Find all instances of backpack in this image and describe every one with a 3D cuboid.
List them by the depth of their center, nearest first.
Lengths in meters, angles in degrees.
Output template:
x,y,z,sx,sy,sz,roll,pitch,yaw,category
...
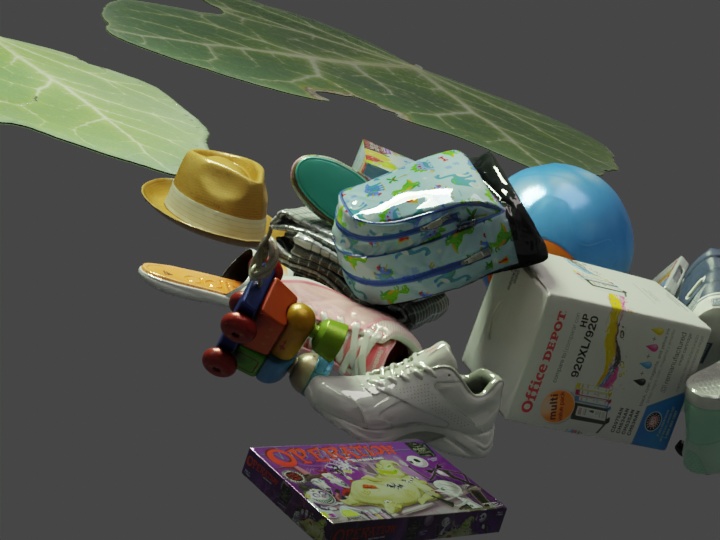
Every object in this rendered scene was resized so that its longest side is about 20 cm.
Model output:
x,y,z,sx,sy,sz,roll,pitch,yaw,category
0.069,-0.043,1.559,0.154,0.198,0.164,56,7,-34,backpack

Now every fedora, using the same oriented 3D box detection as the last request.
x,y,z,sx,sy,sz,roll,pitch,yaw,category
-0.170,-0.098,1.853,0.198,0.083,0.201,17,17,-5,fedora

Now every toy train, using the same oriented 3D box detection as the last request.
x,y,z,sx,sy,sz,roll,pitch,yaw,category
-0.060,0.042,1.355,0.115,0.200,0.085,27,54,-5,toy train

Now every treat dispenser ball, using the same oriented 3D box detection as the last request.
x,y,z,sx,sy,sz,roll,pitch,yaw,category
0.242,-0.032,1.887,0.198,0.203,0.201,17,16,-5,treat dispenser ball

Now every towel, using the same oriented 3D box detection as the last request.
x,y,z,sx,sy,sz,roll,pitch,yaw,category
0.000,0.000,1.711,0.198,0.087,0.165,25,13,15,towel

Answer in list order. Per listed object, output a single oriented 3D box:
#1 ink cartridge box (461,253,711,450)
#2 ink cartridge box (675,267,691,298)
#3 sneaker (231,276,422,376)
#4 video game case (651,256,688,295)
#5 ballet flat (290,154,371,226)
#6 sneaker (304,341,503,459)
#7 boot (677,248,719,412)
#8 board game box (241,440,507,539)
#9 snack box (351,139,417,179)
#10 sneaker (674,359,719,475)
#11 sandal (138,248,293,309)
x,y,z,sx,sy,sz,roll,pitch,yaw,category
0.236,0.081,1.604,0.198,0.149,0.145,12,17,-20,ink cartridge box
0.458,0.088,1.763,0.145,0.084,0.200,26,11,-20,ink cartridge box
-0.025,0.064,1.495,0.198,0.076,0.105,16,10,-25,sneaker
0.337,0.050,1.849,0.017,0.143,0.200,48,20,4,video game case
0.010,-0.066,1.684,0.198,0.070,0.071,24,-5,-4,ballet flat
0.044,0.107,1.388,0.198,0.101,0.078,10,17,-27,sneaker
0.371,0.071,1.675,0.072,0.201,0.091,14,47,-7,boot
0.014,0.182,1.244,0.198,0.033,0.120,3,18,-43,board game box
0.069,-0.091,1.877,0.167,0.068,0.200,22,12,-5,snack box
0.411,0.148,1.611,0.199,0.120,0.073,-18,33,-34,sneaker
-0.130,0.007,1.594,0.204,0.060,0.079,13,16,-22,sandal
